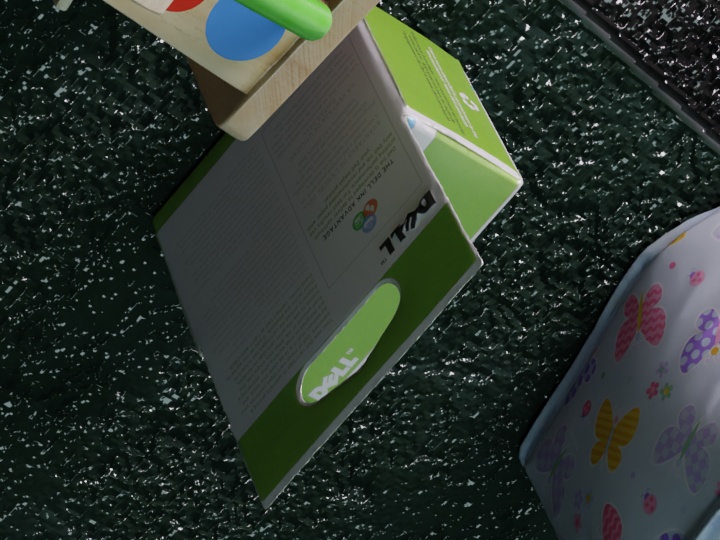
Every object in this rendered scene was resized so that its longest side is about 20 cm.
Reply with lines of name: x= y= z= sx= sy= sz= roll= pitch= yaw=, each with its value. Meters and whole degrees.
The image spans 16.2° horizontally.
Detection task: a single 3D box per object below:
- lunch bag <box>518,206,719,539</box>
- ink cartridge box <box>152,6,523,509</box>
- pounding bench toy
lunch bag: x=0.187 y=0.083 z=1.239 sx=0.127 sy=0.170 sz=0.200 roll=11 pitch=122 yaw=-26
ink cartridge box: x=0.000 y=0.000 z=1.083 sx=0.076 sy=0.200 sz=0.148 roll=27 pitch=114 yaw=-35
pounding bench toy: x=-0.053 y=-0.131 z=0.960 sx=0.124 sy=0.200 sz=0.156 roll=-44 pitch=128 yaw=16
